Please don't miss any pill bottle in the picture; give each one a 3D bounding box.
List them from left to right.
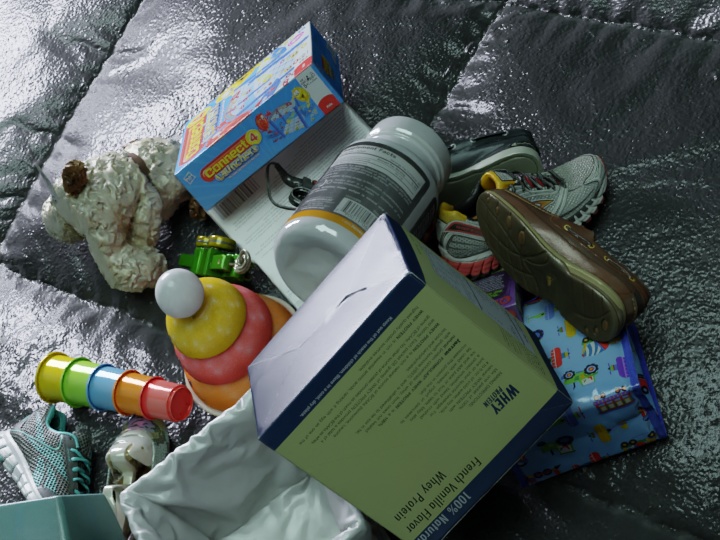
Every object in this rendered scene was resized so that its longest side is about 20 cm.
[{"bbox_3d":[0.008,-0.057,1.465,0.116,0.117,0.200,8,42,29],"label":"pill bottle"}]

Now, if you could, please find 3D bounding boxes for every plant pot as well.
[{"bbox_3d":[-0.296,0.323,1.453,0.140,0.141,0.202,-11,79,19],"label":"plant pot"}]

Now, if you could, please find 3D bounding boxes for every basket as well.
[{"bbox_3d":[-0.085,0.253,1.422,0.199,0.161,0.199,-38,53,2],"label":"basket"}]

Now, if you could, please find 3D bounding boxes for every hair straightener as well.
[{"bbox_3d":[-0.023,-0.070,1.578,0.199,0.041,0.077,26,29,21],"label":"hair straightener"}]

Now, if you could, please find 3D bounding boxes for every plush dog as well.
[{"bbox_3d":[-0.266,-0.098,1.743,0.171,0.161,0.199,-33,50,-30],"label":"plush dog"}]

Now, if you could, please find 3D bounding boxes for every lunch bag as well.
[{"bbox_3d":[0.193,0.085,1.444,0.150,0.094,0.201,-21,44,15],"label":"lunch bag"}]

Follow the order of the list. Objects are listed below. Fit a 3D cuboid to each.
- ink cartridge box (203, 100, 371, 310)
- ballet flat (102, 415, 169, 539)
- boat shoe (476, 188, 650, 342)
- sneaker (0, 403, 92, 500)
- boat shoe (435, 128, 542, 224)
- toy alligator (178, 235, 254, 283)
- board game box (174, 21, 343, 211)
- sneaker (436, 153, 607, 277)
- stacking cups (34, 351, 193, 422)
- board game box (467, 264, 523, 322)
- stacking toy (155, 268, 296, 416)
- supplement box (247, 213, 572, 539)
[{"bbox_3d":[-0.047,-0.074,1.671,0.200,0.045,0.176,-42,78,-3],"label":"ink cartridge box"},{"bbox_3d":[-0.245,0.230,1.567,0.069,0.071,0.202,-8,58,22],"label":"ballet flat"},{"bbox_3d":[0.192,-0.013,1.428,0.067,0.072,0.200,-27,55,-31],"label":"boat shoe"},{"bbox_3d":[-0.323,0.217,1.613,0.091,0.078,0.200,-40,54,-6],"label":"sneaker"},{"bbox_3d":[0.099,-0.106,1.604,0.198,0.075,0.066,-21,42,23],"label":"boat shoe"},{"bbox_3d":[-0.143,-0.004,1.637,0.200,0.054,0.060,2,78,62],"label":"toy alligator"},{"bbox_3d":[-0.113,-0.177,1.678,0.195,0.056,0.200,-37,19,11],"label":"board game box"},{"bbox_3d":[0.166,-0.069,1.519,0.199,0.083,0.078,-29,32,-16],"label":"sneaker"},{"bbox_3d":[-0.270,0.128,1.627,0.199,0.061,0.061,5,63,38],"label":"stacking cups"},{"bbox_3d":[0.070,0.038,1.530,0.198,0.032,0.120,-17,26,17],"label":"board game box"},{"bbox_3d":[-0.155,0.052,1.549,0.145,0.200,0.147,-12,56,18],"label":"stacking toy"},{"bbox_3d":[0.040,0.101,1.324,0.200,0.199,0.134,-48,22,13],"label":"supplement box"}]
